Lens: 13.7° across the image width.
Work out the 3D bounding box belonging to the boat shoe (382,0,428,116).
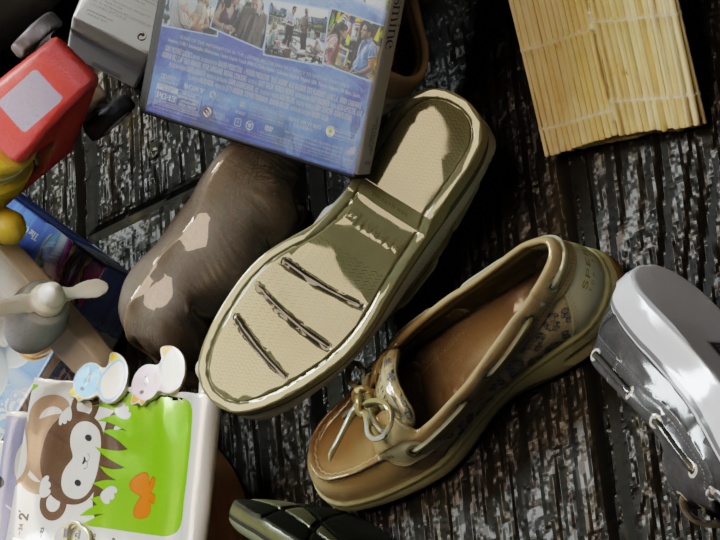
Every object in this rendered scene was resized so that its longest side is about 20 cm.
[{"bbox_3d":[-0.010,-0.179,1.560,0.069,0.074,0.200,-20,90,58],"label":"boat shoe"}]

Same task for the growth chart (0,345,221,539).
[{"bbox_3d":[-0.147,0.117,1.600,0.200,0.018,0.145,-11,75,39],"label":"growth chart"}]

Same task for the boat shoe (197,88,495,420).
[{"bbox_3d":[0.000,0.000,1.544,0.075,0.068,0.200,42,90,20],"label":"boat shoe"}]

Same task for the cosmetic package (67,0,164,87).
[{"bbox_3d":[-0.111,-0.188,1.676,0.151,0.052,0.200,-64,5,-5],"label":"cosmetic package"}]

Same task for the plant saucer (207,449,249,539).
[{"bbox_3d":[-0.144,0.172,1.626,0.200,0.037,0.201,-19,59,34],"label":"plant saucer"}]

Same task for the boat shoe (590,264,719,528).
[{"bbox_3d":[0.164,0.081,1.384,0.200,0.070,0.066,53,125,39],"label":"boat shoe"}]

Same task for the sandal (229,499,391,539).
[{"bbox_3d":[-0.005,0.170,1.482,0.201,0.080,0.057,40,112,44],"label":"sandal"}]

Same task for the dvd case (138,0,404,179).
[{"bbox_3d":[-0.037,-0.160,1.526,0.142,0.018,0.200,18,103,31],"label":"dvd case"}]

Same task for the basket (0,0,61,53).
[{"bbox_3d":[-0.244,-0.198,1.823,0.200,0.136,0.181,-31,53,22],"label":"basket"}]

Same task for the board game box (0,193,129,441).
[{"bbox_3d":[-0.240,0.049,1.761,0.200,0.043,0.199,33,94,44],"label":"board game box"}]

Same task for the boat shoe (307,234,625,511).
[{"bbox_3d":[0.041,0.047,1.505,0.200,0.063,0.073,-40,50,21],"label":"boat shoe"}]

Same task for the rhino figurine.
[{"bbox_3d":[-0.058,-0.030,1.608,0.060,0.087,0.200,37,96,43],"label":"rhino figurine"}]

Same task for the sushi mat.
[{"bbox_3d":[0.110,-0.160,1.500,0.096,0.012,0.200,-8,99,37],"label":"sushi mat"}]

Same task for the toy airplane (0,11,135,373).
[{"bbox_3d":[-0.226,-0.040,1.633,0.200,0.141,0.199,11,121,26],"label":"toy airplane"}]
